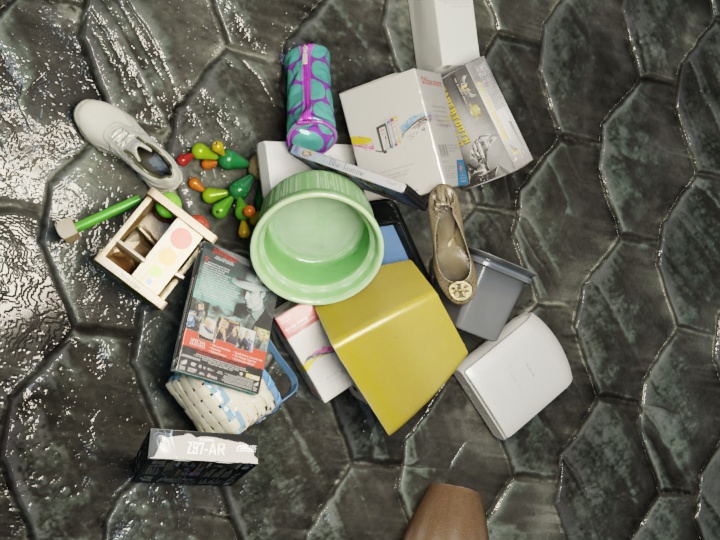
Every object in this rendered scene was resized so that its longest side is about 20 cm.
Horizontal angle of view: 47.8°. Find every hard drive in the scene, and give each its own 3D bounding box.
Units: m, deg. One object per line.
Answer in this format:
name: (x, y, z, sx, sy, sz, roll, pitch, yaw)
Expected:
hard drive: (-0.081, -0.147, 1.363, 0.200, 0.026, 0.132, -7, 89, -45)

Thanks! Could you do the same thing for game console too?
game console: (0.000, 0.000, 1.354, 0.117, 0.175, 0.200, -56, 130, -43)

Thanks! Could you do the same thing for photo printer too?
photo printer: (0.288, 0.187, 1.496, 0.200, 0.069, 0.167, -35, 99, -17)

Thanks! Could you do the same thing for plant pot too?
plant pot: (0.146, 0.475, 1.392, 0.186, 0.187, 0.201, 19, 67, -17)
plant pot: (0.053, 0.101, 1.303, 0.176, 0.200, 0.200, -30, 118, -1)

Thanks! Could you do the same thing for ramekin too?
ramekin: (-0.067, -0.055, 1.244, 0.199, 0.098, 0.201, -2, 125, -3)

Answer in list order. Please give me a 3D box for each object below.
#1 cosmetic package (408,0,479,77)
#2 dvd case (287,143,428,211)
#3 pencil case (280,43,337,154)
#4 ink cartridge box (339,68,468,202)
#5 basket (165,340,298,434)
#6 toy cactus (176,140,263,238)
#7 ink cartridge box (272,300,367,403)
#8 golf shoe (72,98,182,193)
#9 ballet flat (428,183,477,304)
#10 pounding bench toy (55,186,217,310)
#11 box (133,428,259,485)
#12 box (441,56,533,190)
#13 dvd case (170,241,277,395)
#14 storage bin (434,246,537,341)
cosmetic package: (0.146, -0.450, 1.456, 0.081, 0.113, 0.201, -9, 92, -19)
dvd case: (0.000, -0.143, 1.263, 0.199, 0.143, 0.018, 21, 90, 19)
pencil case: (-0.085, -0.283, 1.339, 0.085, 0.093, 0.201, -8, 56, 2)
ink cartridge box: (0.076, -0.221, 1.375, 0.144, 0.147, 0.201, -13, 92, 24)
basket: (-0.201, 0.166, 1.303, 0.200, 0.139, 0.177, -39, 99, -45)
toy cactus: (-0.188, -0.153, 1.345, 0.200, 0.102, 0.165, 43, 65, -4)
ink cartridge box: (-0.073, 0.145, 1.347, 0.067, 0.116, 0.200, -32, 97, -12)
golf shoe: (-0.361, -0.204, 1.277, 0.200, 0.097, 0.078, 38, 78, -12)
ballet flat: (0.144, -0.038, 1.288, 0.067, 0.046, 0.201, -9, 104, 6)
pounding bench toy: (-0.345, -0.060, 1.260, 0.200, 0.124, 0.156, 39, 76, -13)
box: (-0.253, 0.288, 1.236, 0.160, 0.200, 0.044, 7, 65, -18)
box: (0.199, -0.255, 1.437, 0.048, 0.158, 0.201, -31, 98, -28)
dvd case: (-0.197, 0.073, 1.223, 0.146, 0.022, 0.201, 23, 67, -35)
storage bin: (0.189, 0.034, 1.411, 0.145, 0.200, 0.135, 22, 90, -17)
